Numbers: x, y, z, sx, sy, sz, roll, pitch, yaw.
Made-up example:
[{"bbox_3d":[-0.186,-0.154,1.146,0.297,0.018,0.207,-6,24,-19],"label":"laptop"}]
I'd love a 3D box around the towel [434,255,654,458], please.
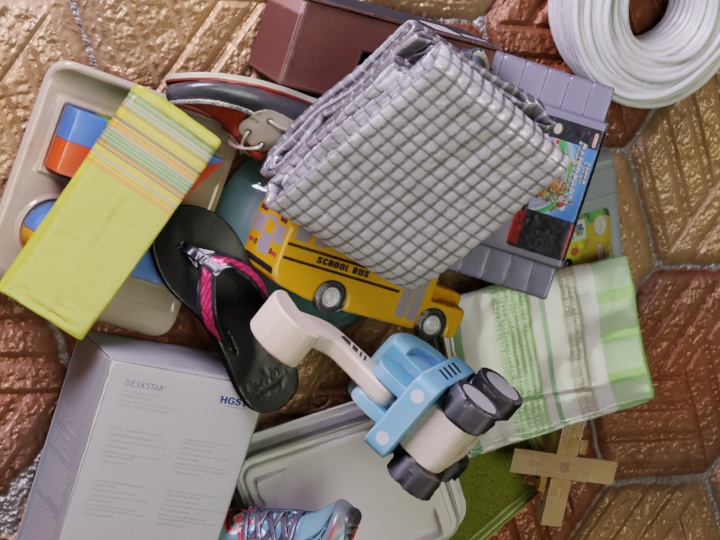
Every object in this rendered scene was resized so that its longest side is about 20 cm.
[{"bbox_3d":[0.170,0.077,1.821,0.200,0.031,0.150,-14,101,-16],"label":"towel"}]

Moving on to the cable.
[{"bbox_3d":[0.265,-0.249,1.802,0.200,0.069,0.200,30,93,-33],"label":"cable"}]

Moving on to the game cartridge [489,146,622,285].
[{"bbox_3d":[0.183,-0.006,1.858,0.133,0.040,0.200,-15,110,-20],"label":"game cartridge"}]

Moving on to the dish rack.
[{"bbox_3d":[-0.010,0.205,1.792,0.200,0.044,0.172,-18,118,0],"label":"dish rack"}]

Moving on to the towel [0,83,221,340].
[{"bbox_3d":[-0.201,-0.047,1.587,0.086,0.018,0.200,35,91,-23],"label":"towel"}]

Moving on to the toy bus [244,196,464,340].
[{"bbox_3d":[0.000,0.000,1.704,0.200,0.065,0.078,15,98,-32],"label":"toy bus"}]

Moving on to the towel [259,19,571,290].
[{"bbox_3d":[0.042,-0.094,1.584,0.165,0.086,0.200,33,121,-28],"label":"towel"}]

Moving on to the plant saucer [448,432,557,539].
[{"bbox_3d":[0.098,0.183,1.879,0.200,0.048,0.200,-39,122,-11],"label":"plant saucer"}]

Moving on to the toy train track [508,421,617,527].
[{"bbox_3d":[0.195,0.141,1.875,0.114,0.033,0.201,10,96,-25],"label":"toy train track"}]

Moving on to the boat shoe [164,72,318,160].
[{"bbox_3d":[-0.073,-0.120,1.636,0.200,0.071,0.063,12,88,-32],"label":"boat shoe"}]

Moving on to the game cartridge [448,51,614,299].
[{"bbox_3d":[0.140,-0.086,1.774,0.129,0.038,0.200,18,98,4],"label":"game cartridge"}]

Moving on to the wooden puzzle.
[{"bbox_3d":[-0.200,-0.052,1.626,0.185,0.046,0.200,18,99,-33],"label":"wooden puzzle"}]

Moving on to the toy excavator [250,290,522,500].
[{"bbox_3d":[0.014,0.092,1.670,0.100,0.200,0.194,-52,168,18],"label":"toy excavator"}]

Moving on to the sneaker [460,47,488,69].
[{"bbox_3d":[0.077,-0.113,1.673,0.077,0.086,0.200,-15,156,-13],"label":"sneaker"}]

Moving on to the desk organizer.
[{"bbox_3d":[0.011,-0.183,1.683,0.200,0.072,0.077,11,105,-32],"label":"desk organizer"}]

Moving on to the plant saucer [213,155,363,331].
[{"bbox_3d":[-0.038,-0.023,1.735,0.200,0.036,0.200,-11,113,-26],"label":"plant saucer"}]

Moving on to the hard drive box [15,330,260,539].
[{"bbox_3d":[-0.187,0.165,1.695,0.156,0.077,0.200,13,102,-32],"label":"hard drive box"}]

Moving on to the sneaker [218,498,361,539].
[{"bbox_3d":[-0.086,0.246,1.734,0.200,0.079,0.096,-36,104,33],"label":"sneaker"}]

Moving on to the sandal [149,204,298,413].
[{"bbox_3d":[-0.104,0.030,1.643,0.075,0.045,0.200,-36,107,-20],"label":"sandal"}]
